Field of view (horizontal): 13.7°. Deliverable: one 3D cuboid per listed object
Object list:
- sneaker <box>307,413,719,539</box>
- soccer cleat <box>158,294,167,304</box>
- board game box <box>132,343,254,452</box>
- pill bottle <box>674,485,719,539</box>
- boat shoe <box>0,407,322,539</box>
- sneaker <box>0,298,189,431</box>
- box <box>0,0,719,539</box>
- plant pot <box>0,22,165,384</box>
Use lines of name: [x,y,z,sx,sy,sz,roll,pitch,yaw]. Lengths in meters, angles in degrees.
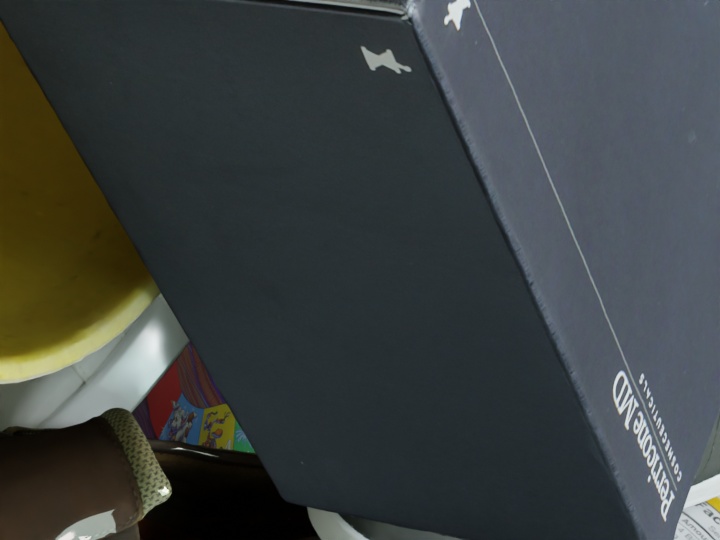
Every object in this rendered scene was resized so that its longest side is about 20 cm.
sneaker: [0.078,0.016,0.829,0.200,0.071,0.099,-21,147,-41]
soccer cleat: [0.000,0.000,0.846,0.086,0.070,0.200,-54,155,3]
board game box: [-0.006,0.018,0.997,0.200,0.039,0.158,-6,103,-61]
pill bottle: [0.067,0.117,0.869,0.200,0.104,0.104,-25,120,-47]
boat shoe: [-0.082,0.063,0.779,0.202,0.075,0.075,12,125,-48]
sneaker: [-0.071,-0.033,0.859,0.085,0.073,0.200,37,70,-20]
box: [0.028,-0.066,0.670,0.182,0.104,0.200,-65,148,-30]
plant pot: [-0.122,-0.086,0.646,0.200,0.142,0.200,-27,121,-56]
